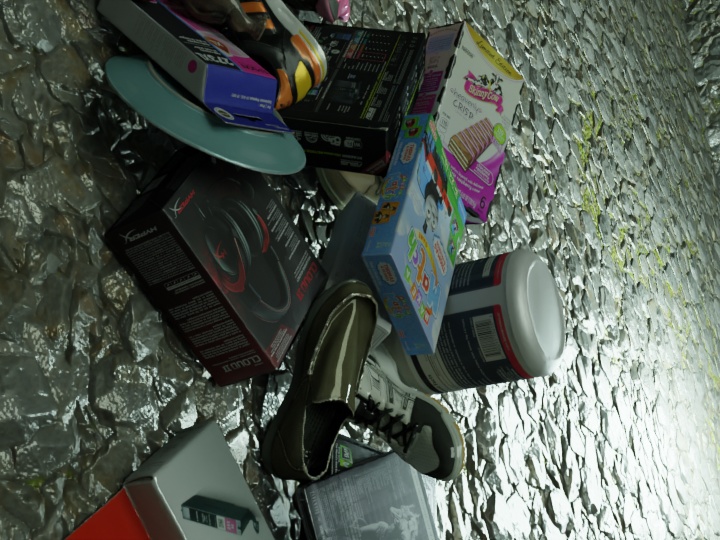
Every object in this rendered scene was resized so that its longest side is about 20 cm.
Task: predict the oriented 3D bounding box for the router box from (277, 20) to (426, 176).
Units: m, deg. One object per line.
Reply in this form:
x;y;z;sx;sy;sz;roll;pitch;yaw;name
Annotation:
-0.020;-0.191;1.085;0.201;0.148;0.063;-69;164;-45;router box

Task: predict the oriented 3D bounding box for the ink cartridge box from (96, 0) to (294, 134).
-0.145;-0.192;0.900;0.200;0.037;0.094;44;24;26;ink cartridge box

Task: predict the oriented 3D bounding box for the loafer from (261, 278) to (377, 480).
-0.025;0.108;0.935;0.075;0.069;0.202;21;88;-39;loafer

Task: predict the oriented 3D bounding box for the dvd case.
0.017;0.262;0.969;0.199;0.016;0.150;-6;79;-57;dvd case

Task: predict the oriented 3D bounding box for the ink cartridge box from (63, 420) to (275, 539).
-0.134;0.252;0.802;0.174;0.043;0.202;-42;111;-57;ink cartridge box

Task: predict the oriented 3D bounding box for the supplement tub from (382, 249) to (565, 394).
0.118;0.063;1.124;0.140;0.198;0.142;31;53;-52;supplement tub

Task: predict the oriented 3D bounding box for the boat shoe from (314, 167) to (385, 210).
0.020;-0.094;1.183;0.200;0.064;0.073;40;44;-41;boat shoe

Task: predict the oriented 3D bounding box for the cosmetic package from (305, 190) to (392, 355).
0.000;0.000;1.071;0.082;0.051;0.201;36;33;-12;cosmetic package

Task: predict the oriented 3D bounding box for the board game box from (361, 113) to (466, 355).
0.060;-0.039;1.033;0.152;0.036;0.201;64;33;-43;board game box

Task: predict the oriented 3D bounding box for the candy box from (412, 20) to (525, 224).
0.117;-0.174;1.194;0.136;0.061;0.202;30;69;-41;candy box

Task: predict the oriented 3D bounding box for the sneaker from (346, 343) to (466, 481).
0.020;0.144;1.004;0.087;0.076;0.200;-2;34;-44;sneaker

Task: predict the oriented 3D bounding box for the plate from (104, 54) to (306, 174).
-0.134;-0.151;0.902;0.199;0.026;0.201;26;22;-11;plate

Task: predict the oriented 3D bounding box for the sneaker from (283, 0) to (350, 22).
-0.057;-0.336;1.174;0.200;0.094;0.080;-63;160;-76;sneaker

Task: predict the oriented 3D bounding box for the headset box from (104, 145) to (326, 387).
-0.119;-0.005;0.917;0.201;0.074;0.149;58;34;-23;headset box

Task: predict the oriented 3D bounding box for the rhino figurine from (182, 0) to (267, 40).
-0.117;-0.314;0.958;0.087;0.060;0.202;20;64;-19;rhino figurine

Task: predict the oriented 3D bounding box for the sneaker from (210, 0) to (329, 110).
-0.126;-0.246;1.001;0.200;0.070;0.090;45;58;-2;sneaker

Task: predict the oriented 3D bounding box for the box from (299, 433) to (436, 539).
0.012;0.284;1.009;0.192;0.047;0.202;31;51;-44;box
